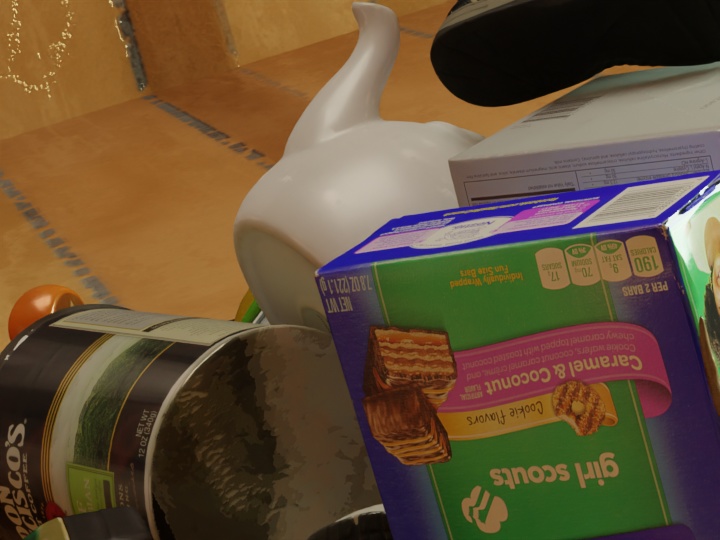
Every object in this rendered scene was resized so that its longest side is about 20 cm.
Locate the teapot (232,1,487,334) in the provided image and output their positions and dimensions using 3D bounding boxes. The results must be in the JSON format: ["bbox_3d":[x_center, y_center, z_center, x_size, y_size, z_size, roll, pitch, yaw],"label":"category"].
[{"bbox_3d":[0.043,-0.001,1.341,0.146,0.200,0.197,-39,54,-17],"label":"teapot"}]

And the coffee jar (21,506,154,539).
[{"bbox_3d":[-0.176,0.179,1.172,0.199,0.105,0.085,-18,15,-9],"label":"coffee jar"}]

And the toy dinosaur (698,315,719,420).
[{"bbox_3d":[0.189,0.103,1.030,0.060,0.107,0.200,-40,-41,24],"label":"toy dinosaur"}]

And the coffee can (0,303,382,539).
[{"bbox_3d":[-0.091,0.094,1.341,0.146,0.147,0.200,-23,14,-31],"label":"coffee can"}]

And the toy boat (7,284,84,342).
[{"bbox_3d":[-0.172,0.071,1.585,0.199,0.131,0.131,-16,12,-3],"label":"toy boat"}]

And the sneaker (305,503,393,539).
[{"bbox_3d":[0.075,0.120,1.214,0.199,0.077,0.089,-10,4,16],"label":"sneaker"}]

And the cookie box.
[{"bbox_3d":[0.091,0.073,1.078,0.171,0.201,0.075,-8,15,36],"label":"cookie box"}]

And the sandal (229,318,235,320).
[{"bbox_3d":[-0.136,0.069,1.698,0.199,0.076,0.048,-6,19,3],"label":"sandal"}]

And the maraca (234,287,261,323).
[{"bbox_3d":[0.005,0.017,1.563,0.200,0.137,0.107,-43,51,0],"label":"maraca"}]

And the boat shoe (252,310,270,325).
[{"bbox_3d":[0.000,0.001,1.467,0.201,0.070,0.071,-46,23,-19],"label":"boat shoe"}]

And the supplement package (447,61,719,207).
[{"bbox_3d":[0.161,0.014,1.247,0.150,0.201,0.152,-5,16,37],"label":"supplement package"}]

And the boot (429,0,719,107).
[{"bbox_3d":[0.137,-0.166,1.309,0.203,0.074,0.154,-14,37,24],"label":"boot"}]
